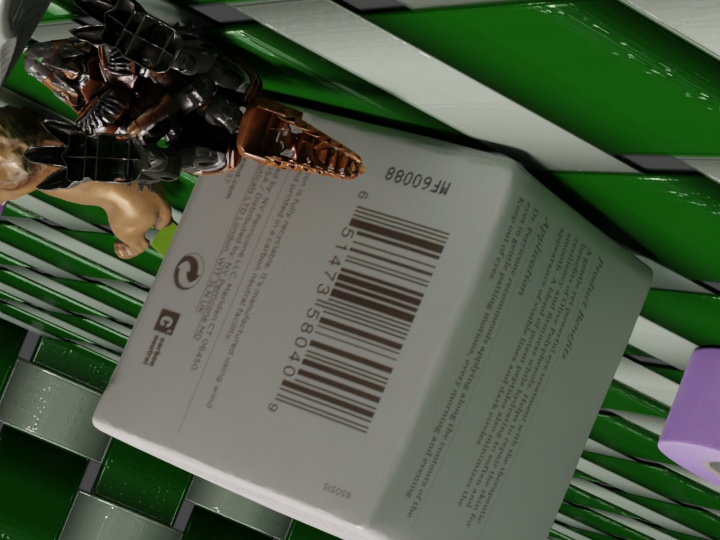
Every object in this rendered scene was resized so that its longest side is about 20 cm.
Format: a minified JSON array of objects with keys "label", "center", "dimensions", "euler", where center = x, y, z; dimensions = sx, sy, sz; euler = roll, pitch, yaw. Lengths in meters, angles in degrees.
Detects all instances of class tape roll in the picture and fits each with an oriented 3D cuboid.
[{"label":"tape roll","center":[0.288,0.115,1.503],"dimensions":[0.199,0.066,0.200],"euler":[22,172,3]}]

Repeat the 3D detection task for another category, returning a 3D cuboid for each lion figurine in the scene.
[{"label":"lion figurine","center":[-0.193,-0.063,1.650],"dimensions":[0.199,0.073,0.122],"euler":[11,165,-29]}]

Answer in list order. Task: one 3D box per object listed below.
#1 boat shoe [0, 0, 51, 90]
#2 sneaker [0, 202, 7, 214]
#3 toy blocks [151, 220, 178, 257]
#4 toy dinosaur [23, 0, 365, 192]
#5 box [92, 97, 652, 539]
[{"label":"boat shoe","center":[-0.184,-0.132,1.147],"dimensions":[0.065,0.075,0.202],"euler":[28,167,-3]},{"label":"sneaker","center":[-0.312,-0.041,1.886],"dimensions":[0.072,0.115,0.200],"euler":[23,170,0]},{"label":"toy blocks","center":[-0.055,0.047,1.792],"dimensions":[0.200,0.100,0.136],"euler":[40,-169,37]},{"label":"toy dinosaur","center":[-0.088,-0.087,1.203],"dimensions":[0.199,0.103,0.136],"euler":[-4,175,29]},{"label":"box","center":[0.009,0.040,1.281],"dimensions":[0.199,0.200,0.171],"euler":[17,171,38]}]
